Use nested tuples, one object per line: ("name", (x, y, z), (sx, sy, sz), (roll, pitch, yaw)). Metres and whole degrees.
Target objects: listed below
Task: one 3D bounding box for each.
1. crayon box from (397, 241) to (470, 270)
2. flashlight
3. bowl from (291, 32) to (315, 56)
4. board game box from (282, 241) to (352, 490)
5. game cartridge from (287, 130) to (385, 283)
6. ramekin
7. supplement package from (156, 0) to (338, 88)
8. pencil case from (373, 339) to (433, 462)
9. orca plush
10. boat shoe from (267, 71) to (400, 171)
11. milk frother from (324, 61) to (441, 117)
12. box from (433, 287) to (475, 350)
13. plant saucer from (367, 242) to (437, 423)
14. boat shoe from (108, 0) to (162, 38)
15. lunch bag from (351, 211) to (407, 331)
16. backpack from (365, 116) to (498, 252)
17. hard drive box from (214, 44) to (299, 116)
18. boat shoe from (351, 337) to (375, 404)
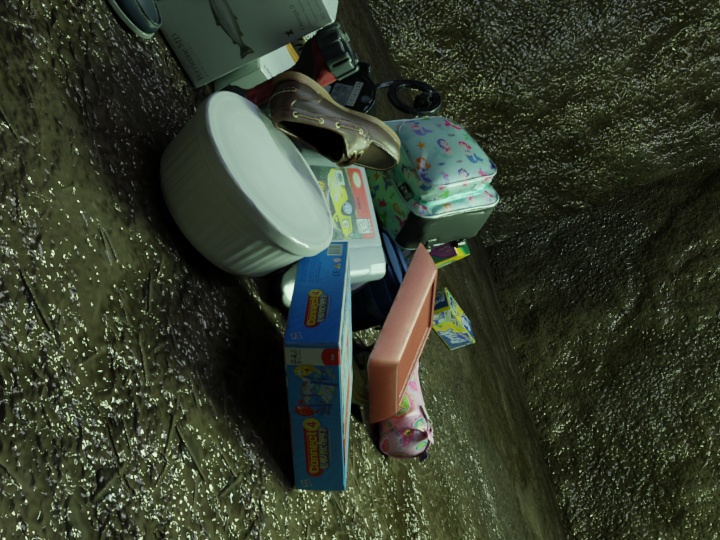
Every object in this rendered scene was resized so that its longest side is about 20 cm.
("crayon box", (0.076, -0.014, 1.306), (0.058, 0.199, 0.173), (69, 14, 4))
("flashlight", (-0.103, -0.243, 0.984), (0.068, 0.199, 0.068), (29, 42, -68))
("bowl", (-0.118, -0.389, 1.353), (0.201, 0.094, 0.201), (59, 17, -31))
("board game box", (-0.042, 0.101, 0.853), (0.200, 0.056, 0.196), (-87, 176, -59))
("game cartridge", (-0.035, -0.080, 0.970), (0.133, 0.041, 0.201), (-8, 84, -49))
("ramekin", (-0.126, -0.084, 0.829), (0.202, 0.094, 0.203), (46, 23, -27))
("supplement package", (-0.143, -0.337, 0.972), (0.117, 0.199, 0.117), (60, 16, -28))
("pencil case", (0.063, 0.194, 1.197), (0.088, 0.087, 0.200), (56, 18, -40))
("orca plush", (-0.053, 0.002, 1.021), (0.200, 0.071, 0.106), (-35, 121, -39))
("boat shoe", (-0.029, -0.159, 0.923), (0.200, 0.070, 0.071), (22, 53, -37))
("milk frother", (0.026, -0.238, 1.310), (0.200, 0.181, 0.188), (31, -23, 21))
("box", (0.215, 0.121, 1.877), (0.200, 0.070, 0.064), (49, 26, -52))
("plant saucer", (0.063, 0.096, 1.077), (0.200, 0.037, 0.200), (88, 24, -56))
("boat shoe", (-0.262, -0.359, 0.848), (0.075, 0.062, 0.201), (-38, 106, -77))
("lunch bag", (0.000, 0.000, 1.147), (0.201, 0.132, 0.136), (71, 15, 11))
("backpack", (0.091, -0.145, 1.155), (0.200, 0.177, 0.151), (54, -39, 31))
("hard drive box", (-0.147, -0.290, 1.144), (0.156, 0.077, 0.200), (51, 23, -49))
("boat shoe", (-0.004, 0.130, 1.056), (0.200, 0.076, 0.072), (47, 26, -56))
